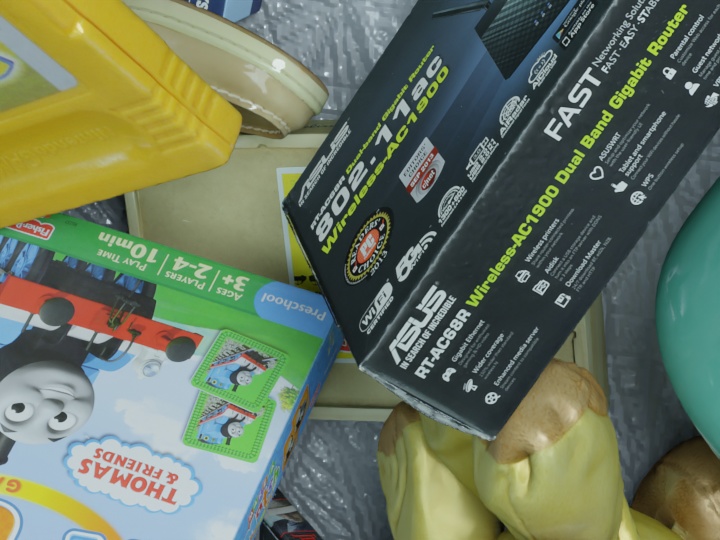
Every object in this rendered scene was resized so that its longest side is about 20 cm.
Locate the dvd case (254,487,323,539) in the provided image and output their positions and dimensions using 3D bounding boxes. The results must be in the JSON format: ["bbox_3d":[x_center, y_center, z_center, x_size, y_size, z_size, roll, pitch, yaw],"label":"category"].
[{"bbox_3d":[-0.011,0.193,0.958,0.022,0.200,0.146,-5,110,-23],"label":"dvd case"}]

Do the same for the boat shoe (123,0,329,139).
[{"bbox_3d":[-0.106,-0.076,0.948,0.200,0.073,0.063,13,74,29],"label":"boat shoe"}]

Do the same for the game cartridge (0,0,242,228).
[{"bbox_3d":[-0.170,-0.087,0.864,0.176,0.032,0.200,-13,135,41],"label":"game cartridge"}]

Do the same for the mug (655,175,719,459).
[{"bbox_3d":[0.194,0.031,0.830,0.185,0.152,0.114,40,127,3],"label":"mug"}]

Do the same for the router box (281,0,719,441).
[{"bbox_3d":[0.060,-0.061,0.830,0.062,0.150,0.200,30,104,-22],"label":"router box"}]

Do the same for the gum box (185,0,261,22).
[{"bbox_3d":[-0.120,-0.210,0.938,0.200,0.045,0.170,20,112,14],"label":"gum box"}]

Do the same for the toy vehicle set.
[{"bbox_3d":[0.000,0.000,0.966,0.200,0.027,0.124,1,107,21],"label":"toy vehicle set"}]

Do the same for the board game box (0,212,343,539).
[{"bbox_3d":[-0.111,0.074,0.907,0.151,0.200,0.037,17,146,10],"label":"board game box"}]

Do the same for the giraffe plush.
[{"bbox_3d":[0.110,0.122,0.891,0.162,0.173,0.200,-4,97,-18],"label":"giraffe plush"}]
